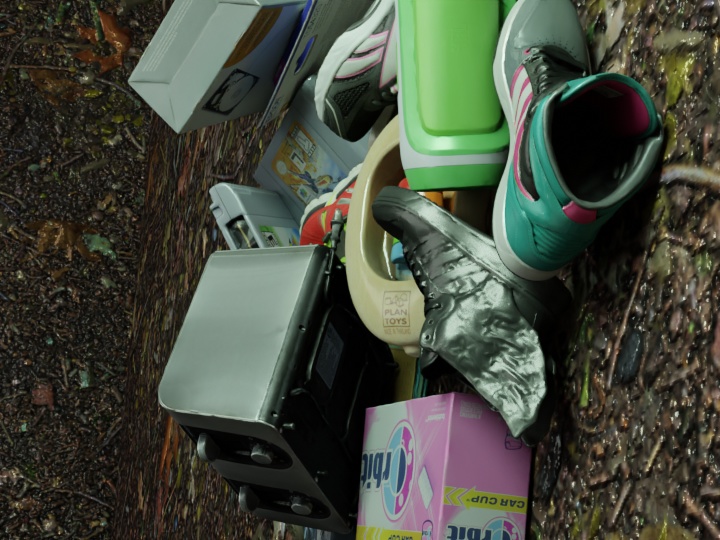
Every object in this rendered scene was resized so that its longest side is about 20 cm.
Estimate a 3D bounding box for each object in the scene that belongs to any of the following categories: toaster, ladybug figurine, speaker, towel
[{"bbox_3d":[-0.058,0.086,1.045,0.181,0.118,0.201,61,-143,-48],"label":"toaster"},{"bbox_3d":[0.055,-0.031,0.986,0.135,0.072,0.202,-1,72,37],"label":"ladybug figurine"},{"bbox_3d":[0.066,-0.157,0.896,0.088,0.088,0.202,-177,84,-73],"label":"speaker"},{"bbox_3d":[0.034,0.080,1.142,0.147,0.021,0.202,-171,87,-74],"label":"towel"}]

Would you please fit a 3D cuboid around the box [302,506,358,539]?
[{"bbox_3d":[-0.016,0.197,1.167,0.161,0.043,0.201,108,157,-45],"label":"box"}]

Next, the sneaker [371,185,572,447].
[{"bbox_3d":[0.062,0.026,0.867,0.199,0.060,0.105,31,82,31],"label":"sneaker"}]

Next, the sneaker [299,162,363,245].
[{"bbox_3d":[-0.016,-0.029,1.199,0.200,0.076,0.086,129,163,-58],"label":"sneaker"}]

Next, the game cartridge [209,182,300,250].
[{"bbox_3d":[-0.072,0.006,1.272,0.201,0.040,0.133,62,-167,9],"label":"game cartridge"}]

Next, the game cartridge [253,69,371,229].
[{"bbox_3d":[-0.032,-0.095,1.276,0.134,0.041,0.200,52,149,9],"label":"game cartridge"}]

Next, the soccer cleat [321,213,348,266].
[{"bbox_3d":[0.000,-0.001,1.123,0.199,0.083,0.065,-31,56,39],"label":"soccer cleat"}]

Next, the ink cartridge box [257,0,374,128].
[{"bbox_3d":[-0.015,-0.244,1.206,0.043,0.200,0.197,46,145,9],"label":"ink cartridge box"}]

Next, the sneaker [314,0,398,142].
[{"bbox_3d":[0.035,-0.166,0.997,0.086,0.080,0.201,49,135,17],"label":"sneaker"}]

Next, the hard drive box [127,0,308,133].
[{"bbox_3d":[-0.107,-0.227,1.241,0.156,0.077,0.200,-51,-11,30],"label":"hard drive box"}]

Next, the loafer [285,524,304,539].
[{"bbox_3d":[-0.058,0.180,1.326,0.076,0.068,0.202,177,85,-74],"label":"loafer"}]

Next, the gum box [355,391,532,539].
[{"bbox_3d":[0.055,0.157,0.955,0.200,0.065,0.115,153,125,-70],"label":"gum box"}]

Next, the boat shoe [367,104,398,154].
[{"bbox_3d":[0.069,-0.171,1.075,0.059,0.072,0.202,27,103,27],"label":"boat shoe"}]

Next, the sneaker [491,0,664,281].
[{"bbox_3d":[0.131,-0.105,0.799,0.121,0.083,0.202,139,137,-63],"label":"sneaker"}]
